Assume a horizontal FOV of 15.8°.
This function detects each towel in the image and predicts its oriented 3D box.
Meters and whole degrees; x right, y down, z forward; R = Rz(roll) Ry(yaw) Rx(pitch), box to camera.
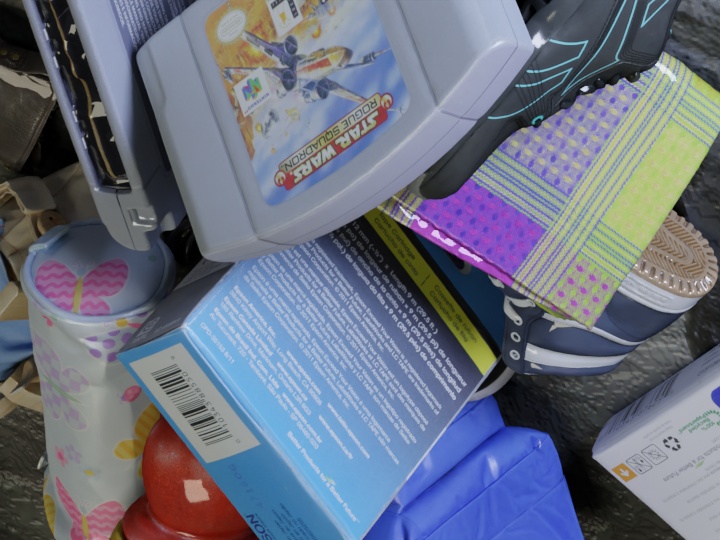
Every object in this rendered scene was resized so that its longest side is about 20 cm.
[{"bbox_3d":[0.065,-0.079,1.258,0.199,0.023,0.144,32,99,-10],"label":"towel"}]

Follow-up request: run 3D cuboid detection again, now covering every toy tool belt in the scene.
[{"bbox_3d":[-0.200,0.026,1.503,0.125,0.123,0.200,46,141,1],"label":"toy tool belt"}]

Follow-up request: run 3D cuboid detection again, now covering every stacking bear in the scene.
[{"bbox_3d":[-0.088,0.161,1.389,0.121,0.113,0.201,27,117,34],"label":"stacking bear"}]

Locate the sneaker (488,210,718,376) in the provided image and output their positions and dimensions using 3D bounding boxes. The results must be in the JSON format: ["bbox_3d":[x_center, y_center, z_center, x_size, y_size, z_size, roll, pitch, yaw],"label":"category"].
[{"bbox_3d":[0.075,-0.019,1.342,0.199,0.070,0.109,33,137,-5],"label":"sneaker"}]

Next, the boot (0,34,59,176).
[{"bbox_3d":[-0.257,-0.100,1.472,0.173,0.070,0.200,29,152,-12],"label":"boot"}]

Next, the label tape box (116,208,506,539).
[{"bbox_3d":[-0.014,0.032,1.338,0.066,0.200,0.144,-24,109,44],"label":"label tape box"}]

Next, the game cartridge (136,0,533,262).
[{"bbox_3d":[-0.016,-0.093,1.205,0.200,0.134,0.041,-34,150,31],"label":"game cartridge"}]

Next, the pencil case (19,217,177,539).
[{"bbox_3d":[-0.138,0.067,1.412,0.091,0.083,0.201,40,144,34],"label":"pencil case"}]

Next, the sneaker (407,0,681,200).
[{"bbox_3d":[0.096,-0.104,1.204,0.079,0.076,0.200,32,109,-23],"label":"sneaker"}]

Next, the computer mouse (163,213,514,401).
[{"bbox_3d":[0.000,0.000,1.405,0.200,0.110,0.044,36,180,-12],"label":"computer mouse"}]

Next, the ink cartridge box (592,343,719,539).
[{"bbox_3d":[0.256,0.113,1.377,0.200,0.047,0.198,40,136,-10],"label":"ink cartridge box"}]

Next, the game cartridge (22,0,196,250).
[{"bbox_3d":[-0.112,-0.128,1.305,0.041,0.133,0.201,7,132,27],"label":"game cartridge"}]

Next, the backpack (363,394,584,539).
[{"bbox_3d":[0.006,0.145,1.479,0.199,0.162,0.169,-6,105,46],"label":"backpack"}]
